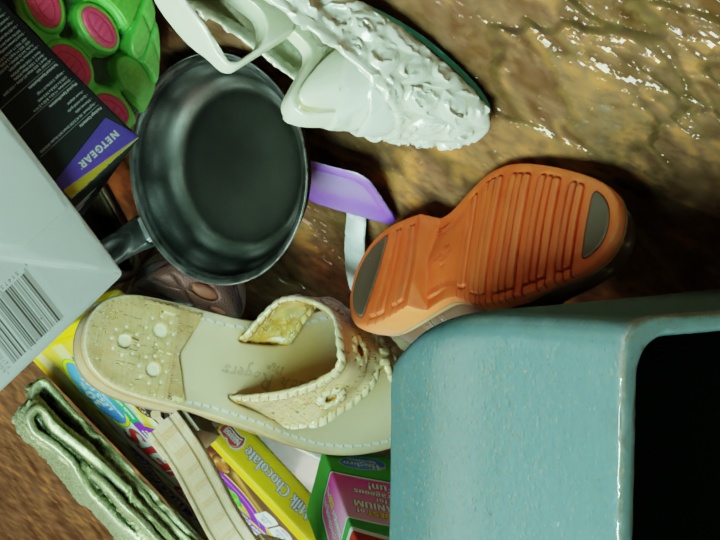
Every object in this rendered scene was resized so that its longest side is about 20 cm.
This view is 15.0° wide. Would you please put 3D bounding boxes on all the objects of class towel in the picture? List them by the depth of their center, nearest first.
[{"bbox_3d":[-0.137,0.125,1.519,0.148,0.036,0.200,47,173,1],"label":"towel"}]

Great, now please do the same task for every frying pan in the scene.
[{"bbox_3d":[-0.084,-0.022,1.369,0.115,0.031,0.190,44,120,25],"label":"frying pan"}]

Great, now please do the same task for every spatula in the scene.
[{"bbox_3d":[0.000,0.000,1.423,0.057,0.021,0.200,16,148,24],"label":"spatula"}]

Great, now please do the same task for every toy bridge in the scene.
[{"bbox_3d":[-0.045,0.145,1.359,0.200,0.027,0.067,51,-172,18],"label":"toy bridge"}]

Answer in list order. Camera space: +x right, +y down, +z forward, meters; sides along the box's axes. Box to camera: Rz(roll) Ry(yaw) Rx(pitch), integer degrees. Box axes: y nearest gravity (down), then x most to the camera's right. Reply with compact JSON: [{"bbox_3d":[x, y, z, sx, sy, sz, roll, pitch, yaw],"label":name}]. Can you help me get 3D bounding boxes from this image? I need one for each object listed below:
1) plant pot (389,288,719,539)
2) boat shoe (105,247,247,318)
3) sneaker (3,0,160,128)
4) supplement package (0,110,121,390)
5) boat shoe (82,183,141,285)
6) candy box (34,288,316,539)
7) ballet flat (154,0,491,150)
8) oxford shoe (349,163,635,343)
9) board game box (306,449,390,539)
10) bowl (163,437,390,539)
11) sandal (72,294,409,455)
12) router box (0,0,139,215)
[{"bbox_3d":[0.116,0.099,1.223,0.200,0.196,0.196,10,101,50],"label":"plant pot"},{"bbox_3d":[-0.109,0.018,1.516,0.076,0.072,0.200,28,149,-18],"label":"boat shoe"},{"bbox_3d":[-0.173,-0.149,1.330,0.200,0.077,0.084,49,156,-7],"label":"sneaker"},{"bbox_3d":[-0.229,0.004,1.285,0.120,0.121,0.200,54,149,-16],"label":"supplement package"},{"bbox_3d":[-0.177,-0.074,1.420,0.072,0.072,0.200,-6,118,51],"label":"boat shoe"},{"bbox_3d":[-0.092,0.095,1.471,0.200,0.026,0.102,48,152,-15],"label":"candy box"},{"bbox_3d":[-0.035,-0.105,1.251,0.200,0.072,0.072,37,152,-7],"label":"ballet flat"},{"bbox_3d":[0.077,-0.002,1.311,0.073,0.071,0.200,23,161,-27],"label":"oxford shoe"},{"bbox_3d":[0.065,0.159,1.352,0.153,0.200,0.040,8,111,-15],"label":"board game box"},{"bbox_3d":[-0.015,0.114,1.543,0.201,0.090,0.201,25,150,16],"label":"bowl"},{"bbox_3d":[-0.034,0.047,1.373,0.212,0.078,0.070,8,166,-23],"label":"sandal"},{"bbox_3d":[-0.206,-0.068,1.343,0.157,0.052,0.200,44,150,0],"label":"router box"}]
